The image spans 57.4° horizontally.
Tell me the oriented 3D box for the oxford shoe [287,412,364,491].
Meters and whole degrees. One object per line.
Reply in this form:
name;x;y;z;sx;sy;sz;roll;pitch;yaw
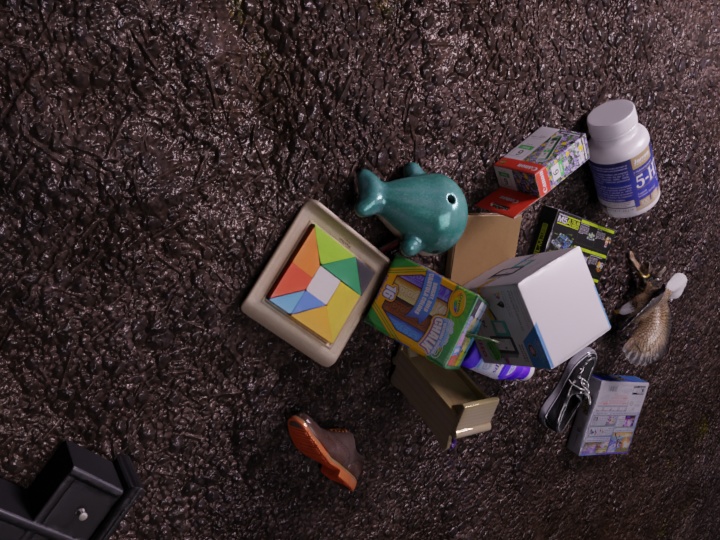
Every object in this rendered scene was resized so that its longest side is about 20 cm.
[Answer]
oxford shoe;-0.056;0.292;1.119;0.074;0.070;0.202;-56;133;-29

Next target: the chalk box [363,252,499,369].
chalk box;0.128;0.079;1.060;0.127;0.197;0.124;-61;158;1

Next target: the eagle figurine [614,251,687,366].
eagle figurine;0.629;0.087;1.448;0.148;0.203;0.152;22;138;-5

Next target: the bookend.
bookend;-0.426;0.308;0.852;0.202;0.091;0.199;-53;125;-9

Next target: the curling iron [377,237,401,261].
curling iron;0.000;0.000;1.074;0.196;0.025;0.051;-27;116;-23

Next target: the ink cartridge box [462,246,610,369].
ink cartridge box;0.289;0.065;1.131;0.143;0.199;0.150;-26;95;-22

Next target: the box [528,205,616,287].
box;0.418;-0.013;1.337;0.195;0.047;0.199;11;97;-35

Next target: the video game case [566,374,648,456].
video game case;0.591;0.344;1.569;0.195;0.045;0.187;8;100;-35

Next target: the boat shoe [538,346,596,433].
boat shoe;0.473;0.264;1.450;0.200;0.068;0.074;-50;125;-10

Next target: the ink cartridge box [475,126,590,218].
ink cartridge box;0.298;-0.177;1.162;0.198;0.108;0.051;-37;123;-18

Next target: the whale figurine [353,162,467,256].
whale figurine;0.085;-0.104;1.036;0.195;0.103;0.164;17;67;-27

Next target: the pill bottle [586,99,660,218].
pill bottle;0.507;-0.218;1.282;0.119;0.119;0.203;-39;123;-16

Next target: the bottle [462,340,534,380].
bottle;0.265;0.168;1.281;0.197;0.065;0.086;26;90;-36

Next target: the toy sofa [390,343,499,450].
toy sofa;0.138;0.201;1.125;0.081;0.200;0.100;-3;123;-33

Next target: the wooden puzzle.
wooden puzzle;-0.061;0.025;1.016;0.183;0.037;0.203;36;86;-25

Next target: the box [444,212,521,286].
box;0.224;-0.004;1.224;0.159;0.021;0.207;-4;107;-33
